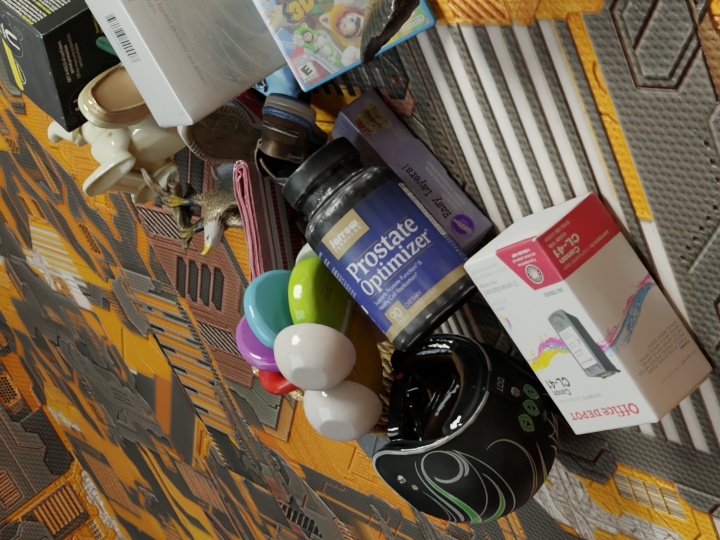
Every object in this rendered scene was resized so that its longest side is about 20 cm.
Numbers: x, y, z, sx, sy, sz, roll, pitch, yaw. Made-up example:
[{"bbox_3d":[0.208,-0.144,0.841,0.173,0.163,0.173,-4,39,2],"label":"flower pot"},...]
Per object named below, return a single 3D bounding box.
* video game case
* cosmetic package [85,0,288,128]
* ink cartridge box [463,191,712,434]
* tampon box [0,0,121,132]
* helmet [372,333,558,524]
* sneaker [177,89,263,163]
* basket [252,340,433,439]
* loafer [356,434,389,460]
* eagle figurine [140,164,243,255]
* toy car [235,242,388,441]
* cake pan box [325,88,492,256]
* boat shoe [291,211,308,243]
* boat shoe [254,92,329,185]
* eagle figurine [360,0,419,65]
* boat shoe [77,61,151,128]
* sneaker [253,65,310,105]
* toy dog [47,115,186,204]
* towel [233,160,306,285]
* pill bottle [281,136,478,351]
[{"bbox_3d":[-0.039,-0.279,1.283,0.142,0.018,0.201,-24,106,20],"label":"video game case"},{"bbox_3d":[-0.144,-0.273,1.358,0.200,0.200,0.123,59,162,-15],"label":"cosmetic package"},{"bbox_3d":[0.205,0.042,1.309,0.201,0.085,0.147,56,155,-4],"label":"ink cartridge box"},{"bbox_3d":[-0.306,-0.289,1.640,0.126,0.200,0.150,38,151,29],"label":"tampon box"},{"bbox_3d":[0.113,0.176,1.524,0.200,0.200,0.191,24,162,47],"label":"helmet"},{"bbox_3d":[-0.162,-0.178,1.595,0.113,0.071,0.200,48,-164,23],"label":"sneaker"},{"bbox_3d":[-0.009,0.144,1.733,0.200,0.149,0.143,24,151,48],"label":"basket"},{"bbox_3d":[0.014,0.196,1.904,0.199,0.063,0.072,34,120,25],"label":"loafer"},{"bbox_3d":[-0.154,-0.075,1.783,0.199,0.152,0.151,-7,167,30],"label":"eagle figurine"},{"bbox_3d":[-0.054,0.070,1.491,0.149,0.176,0.201,-4,138,20],"label":"toy car"},{"bbox_3d":[0.039,-0.066,1.504,0.200,0.052,0.184,49,157,7],"label":"cake pan box"},{"bbox_3d":[0.000,0.000,1.646,0.200,0.060,0.074,52,154,2],"label":"boat shoe"},{"bbox_3d":[-0.081,-0.130,1.529,0.072,0.073,0.200,20,173,10],"label":"boat shoe"},{"bbox_3d":[0.041,-0.255,1.147,0.151,0.152,0.199,42,158,-31],"label":"eagle figurine"},{"bbox_3d":[-0.230,-0.222,1.602,0.074,0.200,0.066,50,139,4],"label":"boat shoe"},{"bbox_3d":[-0.132,-0.219,1.548,0.200,0.090,0.079,34,144,33],"label":"sneaker"},{"bbox_3d":[-0.316,-0.212,1.821,0.194,0.139,0.201,-45,68,29],"label":"toy dog"},{"bbox_3d":[-0.098,-0.047,1.611,0.200,0.023,0.145,-3,-95,-78],"label":"towel"},{"bbox_3d":[0.018,-0.029,1.398,0.200,0.112,0.112,49,155,7],"label":"pill bottle"}]
